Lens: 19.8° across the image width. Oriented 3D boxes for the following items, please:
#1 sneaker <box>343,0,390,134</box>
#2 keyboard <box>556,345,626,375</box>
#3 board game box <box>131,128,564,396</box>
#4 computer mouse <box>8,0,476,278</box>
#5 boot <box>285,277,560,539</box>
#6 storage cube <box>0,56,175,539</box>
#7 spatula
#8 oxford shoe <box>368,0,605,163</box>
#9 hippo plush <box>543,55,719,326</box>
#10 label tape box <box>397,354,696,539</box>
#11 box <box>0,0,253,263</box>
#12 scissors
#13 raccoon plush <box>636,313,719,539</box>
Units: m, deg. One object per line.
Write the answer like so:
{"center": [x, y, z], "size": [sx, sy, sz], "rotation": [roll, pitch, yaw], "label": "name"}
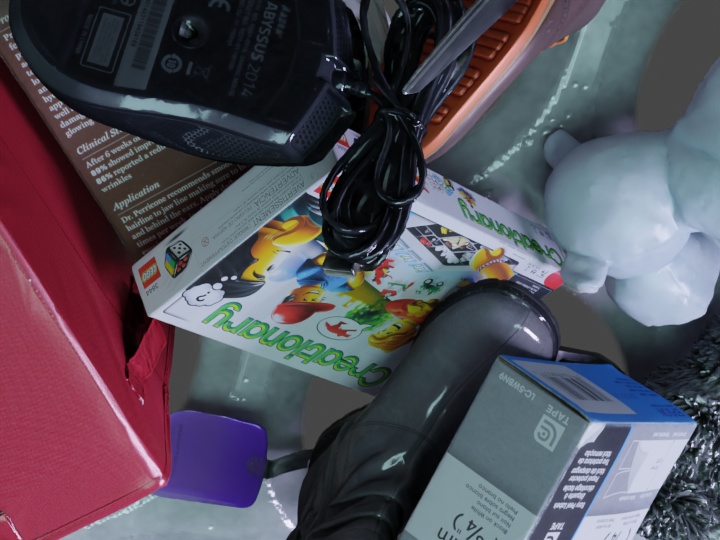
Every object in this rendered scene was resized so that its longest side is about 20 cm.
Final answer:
{"center": [-0.021, -0.143, 0.971], "size": [0.074, 0.100, 0.201], "rotation": [-19, 117, 6], "label": "sneaker"}
{"center": [0.065, 0.128, 1.151], "size": [0.126, 0.021, 0.201], "rotation": [11, 112, -29], "label": "keyboard"}
{"center": [0.000, 0.000, 1.023], "size": [0.126, 0.035, 0.199], "rotation": [-37, 145, 24], "label": "board game box"}
{"center": [-0.060, -0.084, 0.913], "size": [0.199, 0.053, 0.139], "rotation": [20, 69, 1], "label": "computer mouse"}
{"center": [0.021, 0.102, 1.022], "size": [0.070, 0.132, 0.200], "rotation": [34, 129, -5], "label": "boot"}
{"center": [-0.207, 0.028, 0.979], "size": [0.199, 0.171, 0.181], "rotation": [-25, 117, 9], "label": "storage cube"}
{"center": [-0.018, 0.105, 1.138], "size": [0.198, 0.021, 0.057], "rotation": [2, 116, -17], "label": "spatula"}
{"center": [0.078, -0.120, 0.981], "size": [0.200, 0.071, 0.073], "rotation": [-53, 139, -13], "label": "oxford shoe"}
{"center": [0.176, -0.027, 1.029], "size": [0.160, 0.160, 0.200], "rotation": [-27, 138, 17], "label": "hippo plush"}
{"center": [0.071, 0.144, 1.011], "size": [0.144, 0.063, 0.201], "rotation": [8, 113, -61], "label": "label tape box"}
{"center": [-0.113, -0.109, 0.989], "size": [0.100, 0.075, 0.201], "rotation": [-27, 120, 5], "label": "box"}
{"center": [0.073, -0.138, 0.899], "size": [0.014, 0.200, 0.074], "rotation": [19, 122, 32], "label": "scissors"}
{"center": [0.156, 0.071, 1.099], "size": [0.199, 0.097, 0.135], "rotation": [1, 112, -29], "label": "raccoon plush"}
